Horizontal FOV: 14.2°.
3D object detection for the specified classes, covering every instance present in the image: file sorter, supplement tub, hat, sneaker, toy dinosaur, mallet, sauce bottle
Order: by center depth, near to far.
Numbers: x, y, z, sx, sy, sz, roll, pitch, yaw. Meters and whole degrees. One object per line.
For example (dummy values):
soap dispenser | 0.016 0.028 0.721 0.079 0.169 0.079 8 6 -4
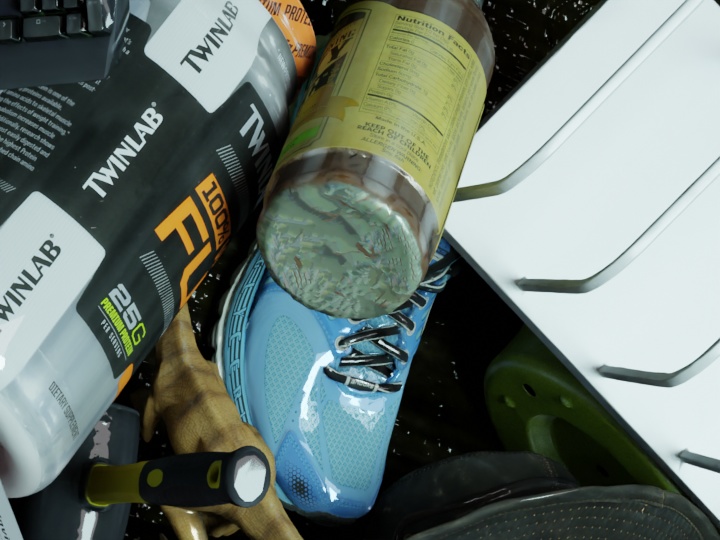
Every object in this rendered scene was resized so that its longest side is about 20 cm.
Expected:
mallet | -0.073 0.064 1.003 0.041 0.200 0.066 12 73 -22
supplement tub | -0.107 -0.029 1.023 0.123 0.122 0.200 49 60 -27
sauce bottle | 0.014 -0.064 1.058 0.065 0.065 0.200 55 31 -24
file sorter | 0.146 -0.005 1.063 0.139 0.125 0.200 -45 99 -9
toy dinosaur | -0.047 0.080 1.068 0.060 0.106 0.200 -17 60 -33
sneaker | 0.000 0.000 1.130 0.078 0.090 0.201 13 80 -39
hat | 0.040 0.125 1.144 0.200 0.201 0.081 12 39 -39

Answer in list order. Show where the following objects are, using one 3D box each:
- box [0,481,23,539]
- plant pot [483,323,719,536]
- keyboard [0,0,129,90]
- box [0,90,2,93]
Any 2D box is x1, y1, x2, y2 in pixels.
box | -0.179 0.104 0.891 0.200 0.156 0.041 65 11 23
plant pot | 0.161 0.029 1.214 0.193 0.200 0.201 -42 115 -20
keyboard | -0.164 -0.118 0.935 0.021 0.200 0.127 -7 94 -64
box | -0.119 -0.142 1.016 0.048 0.122 0.200 52 58 -31
